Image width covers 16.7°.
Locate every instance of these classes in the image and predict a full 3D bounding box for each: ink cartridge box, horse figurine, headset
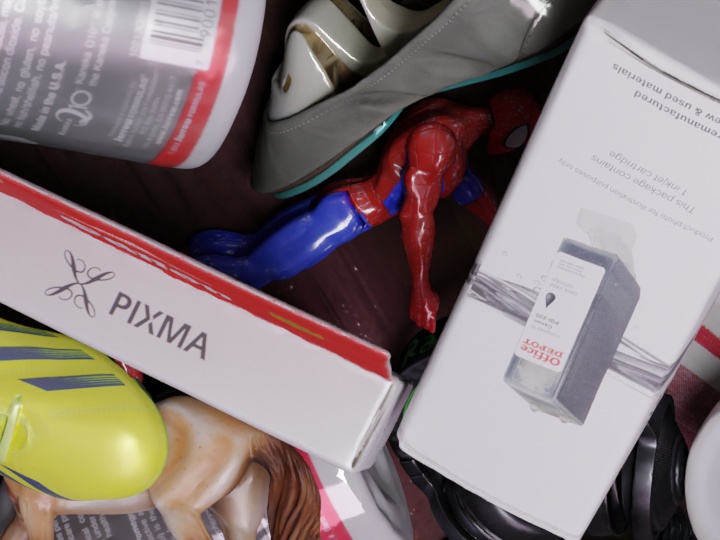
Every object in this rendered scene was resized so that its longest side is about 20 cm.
[{"bbox_3d":[-0.082,0.012,0.900,0.200,0.176,0.045,25,87,5],"label":"ink cartridge box"},{"bbox_3d":[-0.094,0.094,0.980,0.200,0.133,0.050,0,161,23],"label":"horse figurine"},{"bbox_3d":[0.096,0.085,1.104,0.123,0.094,0.200,-15,125,32],"label":"headset"},{"bbox_3d":[0.101,-0.022,0.898,0.085,0.146,0.200,30,127,7],"label":"ink cartridge box"}]

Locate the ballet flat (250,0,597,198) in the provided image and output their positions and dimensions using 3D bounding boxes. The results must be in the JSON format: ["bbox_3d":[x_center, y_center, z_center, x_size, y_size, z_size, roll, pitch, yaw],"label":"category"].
[{"bbox_3d":[0.009,-0.088,0.926,0.064,0.067,0.200,45,140,-18],"label":"ballet flat"}]

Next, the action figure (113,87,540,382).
[{"bbox_3d":[0.000,0.000,1.011,0.200,0.065,0.099,-32,105,14],"label":"action figure"}]

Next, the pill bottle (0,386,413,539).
[{"bbox_3d":[-0.087,0.113,1.061,0.200,0.111,0.111,-25,129,7],"label":"pill bottle"}]

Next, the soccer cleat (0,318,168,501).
[{"bbox_3d":[-0.168,0.038,0.941,0.200,0.084,0.065,27,104,17],"label":"soccer cleat"}]

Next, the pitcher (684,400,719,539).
[{"bbox_3d":[0.226,0.105,1.112,0.200,0.121,0.172,-1,148,-42],"label":"pitcher"}]

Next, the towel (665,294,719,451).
[{"bbox_3d":[0.167,-0.017,1.072,0.144,0.023,0.200,34,113,-30],"label":"towel"}]

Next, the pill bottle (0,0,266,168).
[{"bbox_3d":[-0.143,-0.106,0.870,0.200,0.114,0.114,9,126,-18],"label":"pill bottle"}]
